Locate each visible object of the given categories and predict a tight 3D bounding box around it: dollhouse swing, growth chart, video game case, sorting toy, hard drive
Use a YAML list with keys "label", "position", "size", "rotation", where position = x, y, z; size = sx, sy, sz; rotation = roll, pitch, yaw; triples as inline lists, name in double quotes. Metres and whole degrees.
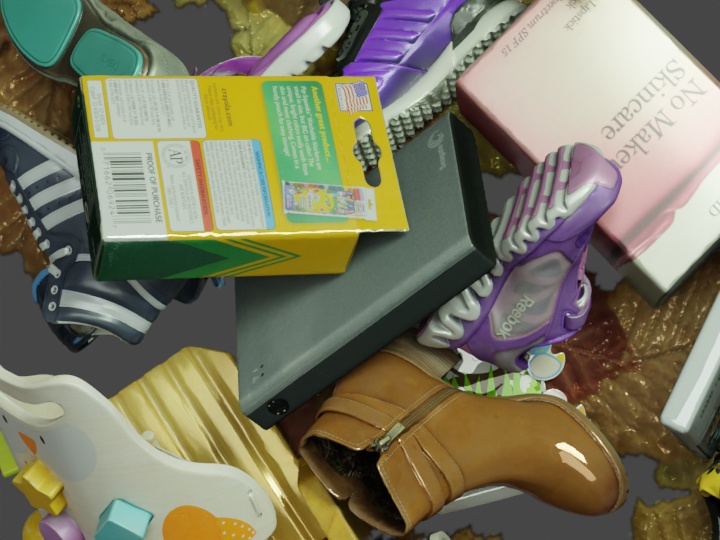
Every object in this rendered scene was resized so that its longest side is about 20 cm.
- label: "dollhouse swing"
  position: [-0.121, 0.164, 1.419]
  size: [0.199, 0.182, 0.177]
  rotation: [-33, 93, 1]
- label: "growth chart"
  position: [0.067, 0.068, 1.478]
  size: [0.144, 0.018, 0.202]
  rotation: [-23, 85, 3]
- label: "video game case"
  position: [0.252, 0.021, 1.384]
  size: [0.023, 0.182, 0.201]
  rotation: [24, 87, 17]
- label: "sorting toy"
  position: [-0.180, 0.108, 1.343]
  size: [0.199, 0.181, 0.107]
  rotation: [21, 60, 41]
- label: "hard drive"
  position: [0.000, 0.000, 1.407]
  size: [0.199, 0.140, 0.033]
  rotation: [-36, 124, 23]

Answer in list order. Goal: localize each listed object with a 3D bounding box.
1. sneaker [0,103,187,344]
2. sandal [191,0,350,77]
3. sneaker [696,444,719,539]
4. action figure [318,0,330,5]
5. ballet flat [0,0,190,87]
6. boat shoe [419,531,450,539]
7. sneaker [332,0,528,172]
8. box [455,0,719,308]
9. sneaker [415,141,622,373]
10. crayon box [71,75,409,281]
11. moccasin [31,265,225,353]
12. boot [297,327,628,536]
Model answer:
- label: "sneaker"
  position: [-0.202, -0.028, 1.430]
  size: [0.199, 0.070, 0.109]
  rotation: [32, 92, 19]
- label: "sandal"
  position: [-0.093, -0.124, 1.469]
  size: [0.202, 0.083, 0.050]
  rotation: [-40, 101, 8]
- label: "sneaker"
  position: [0.267, 0.124, 1.416]
  size: [0.089, 0.070, 0.202]
  rotation: [6, 87, -19]
- label: "action figure"
  position: [0.032, -0.270, 1.451]
  size: [0.192, 0.200, 0.105]
  rotation: [-26, 91, 32]
- label: "ballet flat"
  position: [-0.183, -0.150, 1.484]
  size: [0.200, 0.063, 0.068]
  rotation: [38, 98, 44]
- label: "boat shoe"
  position: [0.046, 0.244, 1.384]
  size: [0.062, 0.201, 0.073]
  rotation: [-11, 46, 4]
- label: "sneaker"
  position: [0.014, -0.146, 1.483]
  size: [0.200, 0.070, 0.100]
  rotation: [-39, 76, -4]
- label: "box"
  position: [0.175, -0.092, 1.438]
  size: [0.128, 0.109, 0.200]
  rotation: [-45, 82, -1]
- label: "sneaker"
  position: [0.119, -0.001, 1.383]
  size: [0.088, 0.200, 0.081]
  rotation: [33, 45, -6]
- label: "crayon box"
  position: [-0.079, -0.061, 1.377]
  size: [0.198, 0.052, 0.127]
  rotation: [-2, 58, -16]
- label: "moccasin"
  position: [-0.128, -0.007, 1.481]
  size: [0.199, 0.080, 0.069]
  rotation: [-27, 85, 16]
- label: "boot"
  position: [0.066, 0.124, 1.383]
  size: [0.199, 0.155, 0.077]
  rotation: [37, 125, 8]
